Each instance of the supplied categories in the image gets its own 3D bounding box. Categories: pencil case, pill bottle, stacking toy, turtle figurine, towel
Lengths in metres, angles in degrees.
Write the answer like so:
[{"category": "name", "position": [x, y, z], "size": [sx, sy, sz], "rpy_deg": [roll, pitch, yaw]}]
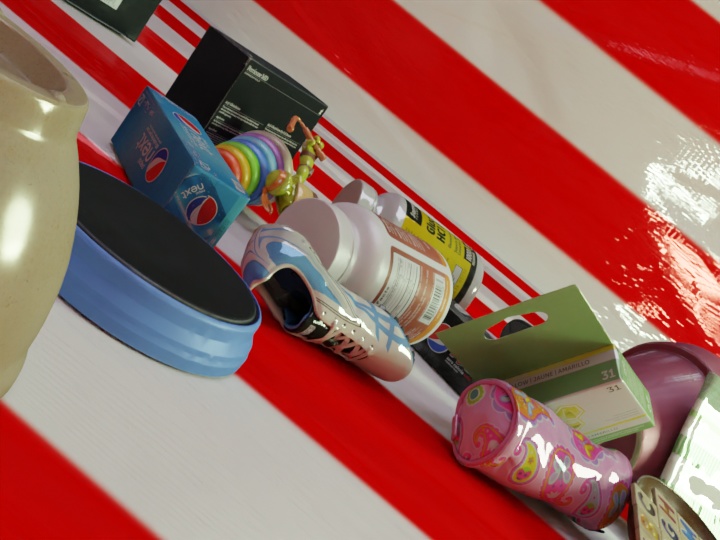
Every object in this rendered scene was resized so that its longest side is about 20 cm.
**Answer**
[{"category": "pencil case", "position": [0.167, 0.172, 0.971], "size": [0.199, 0.088, 0.088], "rpy_deg": [33, 11, -37]}, {"category": "pill bottle", "position": [0.000, 0.000, 1.036], "size": [0.112, 0.113, 0.199], "rpy_deg": [45, 11, 35]}, {"category": "pill bottle", "position": [0.051, -0.025, 1.336], "size": [0.199, 0.113, 0.113], "rpy_deg": [34, 10, -23]}, {"category": "stacking toy", "position": [-0.140, -0.102, 1.128], "size": [0.085, 0.086, 0.200], "rpy_deg": [39, 17, 5]}, {"category": "turtle figurine", "position": [-0.059, -0.055, 1.159], "size": [0.161, 0.064, 0.203], "rpy_deg": [44, 38, -38]}, {"category": "towel", "position": [0.383, 0.234, 1.145], "size": [0.151, 0.202, 0.023], "rpy_deg": [32, -9, -27]}]

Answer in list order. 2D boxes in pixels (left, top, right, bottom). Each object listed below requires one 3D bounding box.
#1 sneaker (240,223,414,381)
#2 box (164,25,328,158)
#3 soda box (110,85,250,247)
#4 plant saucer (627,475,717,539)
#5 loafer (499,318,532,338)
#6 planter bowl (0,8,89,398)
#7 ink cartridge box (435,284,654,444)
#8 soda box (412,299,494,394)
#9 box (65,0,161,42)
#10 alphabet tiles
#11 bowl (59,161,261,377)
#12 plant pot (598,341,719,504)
[{"category": "sneaker", "position": [-0.029, 0.043, 0.912], "size": [0.200, 0.071, 0.073], "rpy_deg": [42, 45, -28]}, {"category": "box", "position": [-0.142, -0.184, 1.267], "size": [0.079, 0.142, 0.199], "rpy_deg": [42, 10, 24]}, {"category": "soda box", "position": [-0.170, -0.095, 0.970], "size": [0.064, 0.068, 0.200], "rpy_deg": [32, 12, -34]}, {"category": "plant saucer", "position": [0.306, 0.286, 0.977], "size": [0.200, 0.032, 0.201], "rpy_deg": [42, 23, -22]}, {"category": "loafer", "position": [0.283, 0.139, 1.594], "size": [0.063, 0.072, 0.200], "rpy_deg": [38, 6, -34]}, {"category": "planter bowl", "position": [-0.203, -0.054, 0.465], "size": [0.199, 0.135, 0.200], "rpy_deg": [38, 10, -7]}, {"category": "ink cartridge box", "position": [0.176, 0.105, 0.992], "size": [0.200, 0.143, 0.049], "rpy_deg": [46, 31, -44]}, {"category": "soda box", "position": [0.128, 0.103, 1.186], "size": [0.200, 0.064, 0.070], "rpy_deg": [45, 12, 32]}, {"category": "box", "position": [-0.433, -0.486, 1.652], "size": [0.196, 0.118, 0.200], "rpy_deg": [27, 14, -50]}, {"category": "alphabet tiles", "position": [0.304, 0.284, 0.929], "size": [0.200, 0.006, 0.167], "rpy_deg": [47, 23, -9]}, {"category": "bowl", "position": [-0.151, -0.008, 0.726], "size": [0.199, 0.040, 0.201], "rpy_deg": [38, 9, -7]}, {"category": "plant pot", "position": [0.319, 0.181, 1.214], "size": [0.177, 0.202, 0.200], "rpy_deg": [6, 29, -42]}]
